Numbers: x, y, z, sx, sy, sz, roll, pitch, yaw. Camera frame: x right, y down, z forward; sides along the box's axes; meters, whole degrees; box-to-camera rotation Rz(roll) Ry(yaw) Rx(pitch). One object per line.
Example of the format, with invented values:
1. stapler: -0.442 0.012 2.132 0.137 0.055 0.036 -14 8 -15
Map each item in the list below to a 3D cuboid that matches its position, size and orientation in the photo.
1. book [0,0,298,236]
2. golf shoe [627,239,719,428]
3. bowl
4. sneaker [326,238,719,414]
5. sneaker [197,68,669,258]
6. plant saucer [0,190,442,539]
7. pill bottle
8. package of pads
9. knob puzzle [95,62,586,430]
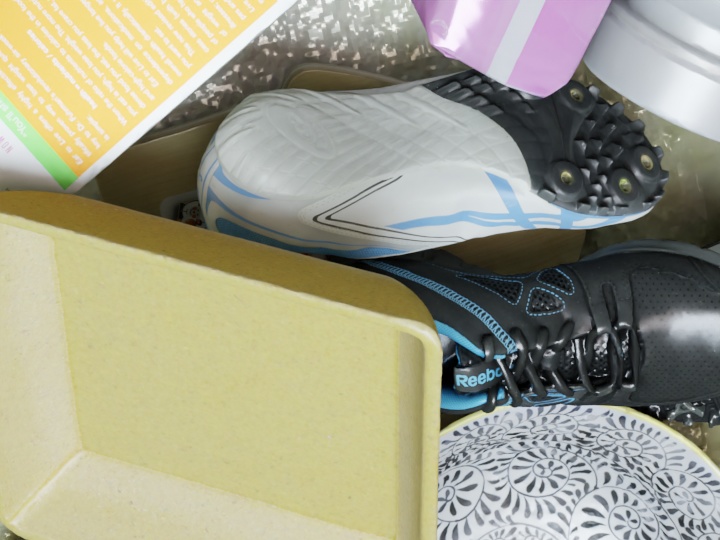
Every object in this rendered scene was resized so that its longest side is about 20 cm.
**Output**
1. book: -0.098 -0.130 0.941 0.200 0.048 0.134 -39 107 8
2. golf shoe: 0.180 0.009 1.058 0.198 0.095 0.078 -9 116 12
3. bowl: 0.073 0.151 1.082 0.199 0.094 0.203 -1 93 -11
4. sneaker: 0.073 0.034 0.995 0.198 0.082 0.074 0 115 12
5. sneaker: 0.029 -0.040 1.002 0.198 0.072 0.073 -1 153 -17
6. plant saucer: -0.056 0.051 0.964 0.198 0.049 0.201 15 137 14
7. pill bottle: 0.166 -0.157 0.973 0.112 0.113 0.201 21 108 -14
8. package of pads: 0.079 -0.180 0.948 0.075 0.121 0.201 18 109 -19
9. knob puzzle: 0.000 0.000 1.059 0.217 0.030 0.222 -3 113 -7
